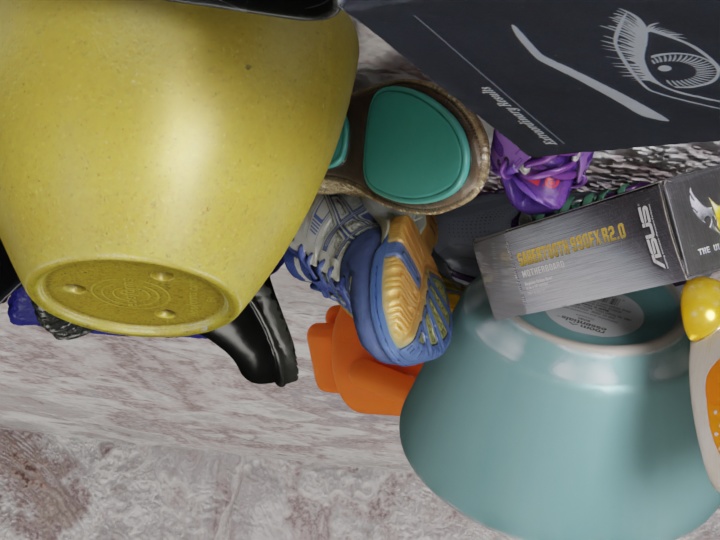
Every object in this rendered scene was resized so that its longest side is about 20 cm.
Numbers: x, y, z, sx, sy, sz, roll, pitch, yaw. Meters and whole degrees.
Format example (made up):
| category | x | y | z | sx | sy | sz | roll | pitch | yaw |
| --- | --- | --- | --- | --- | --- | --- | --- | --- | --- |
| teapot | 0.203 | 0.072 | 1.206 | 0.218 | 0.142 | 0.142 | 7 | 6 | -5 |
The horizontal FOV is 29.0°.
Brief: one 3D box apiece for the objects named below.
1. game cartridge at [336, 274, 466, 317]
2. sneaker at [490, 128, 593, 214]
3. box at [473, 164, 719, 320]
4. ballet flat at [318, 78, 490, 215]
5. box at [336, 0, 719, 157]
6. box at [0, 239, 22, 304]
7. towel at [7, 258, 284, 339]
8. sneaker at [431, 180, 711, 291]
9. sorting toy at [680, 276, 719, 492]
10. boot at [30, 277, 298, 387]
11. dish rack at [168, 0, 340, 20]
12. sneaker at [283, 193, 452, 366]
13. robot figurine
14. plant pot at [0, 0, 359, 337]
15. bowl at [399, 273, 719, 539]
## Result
| category | x | y | z | sx | sy | sz | roll | pitch | yaw |
| --- | --- | --- | --- | --- | --- | --- | --- | --- | --- |
| game cartridge | 0.067 | 0.016 | 1.037 | 0.199 | 0.033 | 0.176 | 10 | -169 | -18 |
| sneaker | 0.096 | -0.077 | 0.663 | 0.080 | 0.084 | 0.200 | 5 | 165 | 9 |
| box | 0.185 | -0.028 | 0.735 | 0.199 | 0.049 | 0.158 | -14 | 179 | -29 |
| ballet flat | 0.018 | -0.068 | 0.757 | 0.065 | 0.071 | 0.199 | 4 | -172 | -37 |
| box | 0.115 | -0.115 | 0.455 | 0.199 | 0.105 | 0.148 | -1 | 164 | 32 |
| box | -0.325 | -0.034 | 0.782 | 0.198 | 0.123 | 0.201 | -7 | 124 | 45 |
| towel | -0.165 | -0.004 | 1.076 | 0.199 | 0.050 | 0.148 | 5 | 142 | -22 |
| sneaker | 0.141 | -0.034 | 0.880 | 0.198 | 0.075 | 0.088 | 0 | 154 | -10 |
| sorting toy | 0.274 | 0.016 | 0.684 | 0.180 | 0.108 | 0.199 | -27 | 172 | 41 |
| boot | -0.142 | 0.026 | 1.005 | 0.157 | 0.080 | 0.212 | -22 | 131 | -1 |
| dish rack | -0.073 | -0.158 | 0.481 | 0.152 | 0.055 | 0.200 | 7 | 166 | -3 |
| sneaker | 0.000 | 0.000 | 0.804 | 0.088 | 0.200 | 0.076 | -19 | 116 | 10 |
| robot figurine | 0.053 | 0.072 | 1.215 | 0.199 | 0.118 | 0.144 | 0 | 164 | 26 |
| plant pot | -0.102 | -0.051 | 0.675 | 0.198 | 0.143 | 0.200 | 2 | 156 | 1 |
| bowl | 0.125 | 0.058 | 0.813 | 0.199 | 0.106 | 0.201 | 4 | -151 | -2 |
